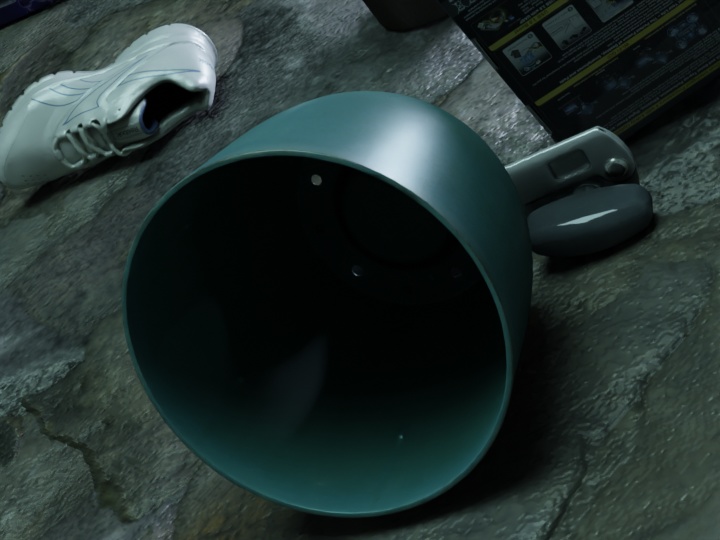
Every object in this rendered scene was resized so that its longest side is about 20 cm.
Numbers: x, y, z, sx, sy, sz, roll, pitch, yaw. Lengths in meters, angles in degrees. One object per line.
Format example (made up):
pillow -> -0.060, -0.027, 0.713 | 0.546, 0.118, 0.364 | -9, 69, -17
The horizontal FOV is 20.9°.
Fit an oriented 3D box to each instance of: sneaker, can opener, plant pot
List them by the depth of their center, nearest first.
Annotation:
plant pot -> 0.000, 0.000, 1.010 | 0.200, 0.201, 0.161 | -18, 19, 26
can opener -> 0.067, -0.024, 1.111 | 0.199, 0.053, 0.067 | -21, 32, 23
sneaker -> -0.200, -0.120, 1.516 | 0.199, 0.075, 0.087 | -30, 33, 7

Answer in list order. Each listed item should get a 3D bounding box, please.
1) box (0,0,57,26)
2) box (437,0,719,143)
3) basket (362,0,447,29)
box -> -0.371, -0.344, 1.895 | 0.140, 0.200, 0.079 | -20, 30, 24
box -> 0.159, -0.170, 1.101 | 0.199, 0.161, 0.049 | -35, 36, 16
basket -> 0.014, -0.287, 1.417 | 0.135, 0.201, 0.181 | -9, 36, 38
